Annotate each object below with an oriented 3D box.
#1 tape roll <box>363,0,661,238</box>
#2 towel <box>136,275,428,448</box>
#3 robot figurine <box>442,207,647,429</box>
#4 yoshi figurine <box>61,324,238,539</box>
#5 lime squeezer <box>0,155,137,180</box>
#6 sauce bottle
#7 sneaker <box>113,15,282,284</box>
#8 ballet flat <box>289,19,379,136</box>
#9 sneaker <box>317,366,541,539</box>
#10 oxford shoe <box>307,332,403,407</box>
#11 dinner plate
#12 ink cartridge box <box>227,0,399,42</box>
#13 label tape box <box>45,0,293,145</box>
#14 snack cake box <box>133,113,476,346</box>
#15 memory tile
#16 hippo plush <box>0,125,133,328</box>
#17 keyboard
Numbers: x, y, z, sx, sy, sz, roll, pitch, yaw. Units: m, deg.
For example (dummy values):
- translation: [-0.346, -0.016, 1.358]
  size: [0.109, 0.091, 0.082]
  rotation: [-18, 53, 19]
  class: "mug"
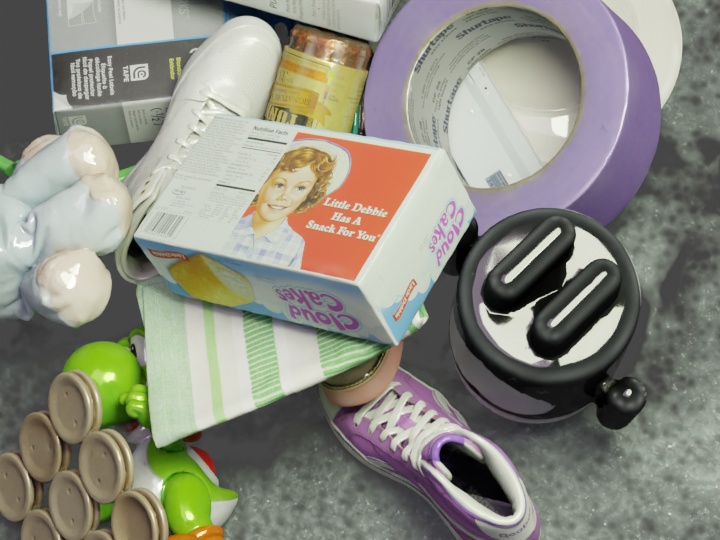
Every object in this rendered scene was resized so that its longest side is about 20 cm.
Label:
- translation: [0.108, -0.115, 1.613]
  size: [0.199, 0.085, 0.201]
  rotation: [-4, 79, 23]
  class: "tape roll"
- translation: [-0.056, 0.025, 1.525]
  size: [0.199, 0.023, 0.153]
  rotation: [-22, 44, 10]
  class: "towel"
- translation: [0.120, 0.033, 1.517]
  size: [0.124, 0.200, 0.151]
  rotation: [-5, 74, -3]
  class: "robot figurine"
- translation: [-0.158, 0.129, 1.565]
  size: [0.112, 0.112, 0.201]
  rotation: [-19, 62, 6]
  class: "yoshi figurine"
- translation: [-0.228, -0.078, 1.701]
  size: [0.199, 0.038, 0.071]
  rotation: [7, 67, 11]
  class: "lime squeezer"
- translation: [-0.046, -0.074, 1.623]
  size: [0.066, 0.066, 0.201]
  rotation: [17, 97, 14]
  class: "sauce bottle"
- translation: [-0.113, -0.079, 1.608]
  size: [0.074, 0.116, 0.200]
  rotation: [28, 105, -18]
  class: "sneaker"
- translation: [-0.013, -0.171, 1.696]
  size: [0.073, 0.073, 0.201]
  rotation: [-20, 69, -2]
  class: "ballet flat"
- translation: [0.045, 0.112, 1.541]
  size: [0.200, 0.114, 0.073]
  rotation: [39, 77, 22]
  class: "sneaker"
- translation: [0.000, 0.000, 1.591]
  size: [0.071, 0.074, 0.200]
  rotation: [-16, 39, 19]
  class: "oxford shoe"
- translation: [0.142, -0.173, 1.705]
  size: [0.199, 0.024, 0.201]
  rotation: [-3, 65, 6]
  class: "dinner plate"
- translation: [-0.051, -0.258, 1.665]
  size: [0.199, 0.057, 0.163]
  rotation: [19, 53, 9]
  class: "ink cartridge box"
- translation: [-0.135, -0.176, 1.708]
  size: [0.199, 0.066, 0.144]
  rotation: [-7, 62, 0]
  class: "label tape box"
- translation: [-0.038, -0.031, 1.500]
  size: [0.200, 0.067, 0.115]
  rotation: [12, 58, 38]
  class: "snack cake box"
- translation: [-0.182, 0.180, 1.536]
  size: [0.017, 0.153, 0.200]
  rotation: [-8, 57, -42]
  class: "memory tile"
- translation: [-0.270, -0.042, 1.572]
  size: [0.200, 0.161, 0.160]
  rotation: [-18, 57, 47]
  class: "hippo plush"
- translation: [0.109, -0.066, 1.656]
  size: [0.056, 0.011, 0.200]
  rotation: [-34, 68, 15]
  class: "keyboard"
